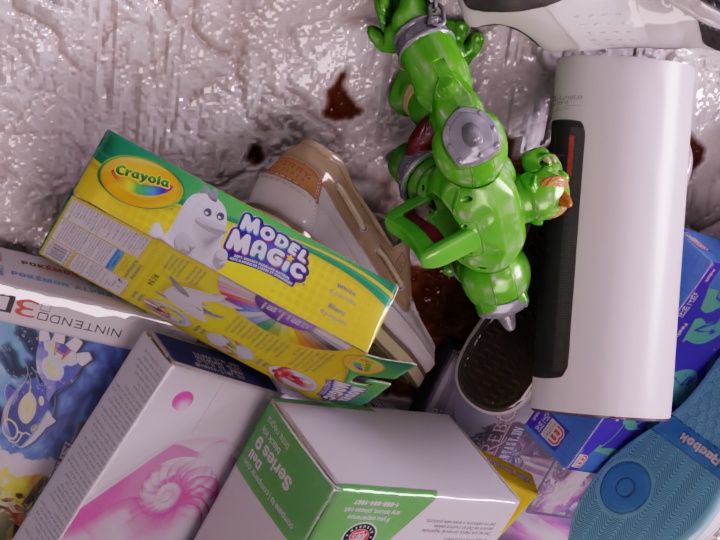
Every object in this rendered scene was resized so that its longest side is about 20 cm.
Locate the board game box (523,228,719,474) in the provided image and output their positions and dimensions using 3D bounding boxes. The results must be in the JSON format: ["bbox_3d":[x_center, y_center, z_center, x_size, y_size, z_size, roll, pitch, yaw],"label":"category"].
[{"bbox_3d":[0.206,0.058,1.478,0.199,0.045,0.153,12,116,-52],"label":"board game box"}]

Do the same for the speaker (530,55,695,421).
[{"bbox_3d":[0.141,-0.019,1.358,0.081,0.081,0.202,5,90,-24],"label":"speaker"}]

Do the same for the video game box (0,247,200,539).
[{"bbox_3d":[-0.205,0.083,1.371,0.181,0.047,0.201,14,117,-18],"label":"video game box"}]

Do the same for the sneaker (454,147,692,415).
[{"bbox_3d":[0.126,-0.005,1.450,0.200,0.073,0.085,-53,170,7],"label":"sneaker"}]

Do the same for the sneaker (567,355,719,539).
[{"bbox_3d":[0.218,0.130,1.457,0.200,0.080,0.131,-43,145,-2],"label":"sneaker"}]

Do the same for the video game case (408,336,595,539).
[{"bbox_3d":[0.114,0.116,1.558,0.199,0.019,0.143,9,122,-28],"label":"video game case"}]

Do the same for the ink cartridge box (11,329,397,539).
[{"bbox_3d":[-0.093,0.142,1.399,0.196,0.043,0.201,18,111,-43],"label":"ink cartridge box"}]

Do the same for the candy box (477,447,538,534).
[{"bbox_3d":[0.010,0.181,1.502,0.102,0.026,0.200,26,115,-31],"label":"candy box"}]

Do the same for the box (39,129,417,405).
[{"bbox_3d":[-0.066,0.006,1.293,0.199,0.117,0.049,30,69,-8],"label":"box"}]

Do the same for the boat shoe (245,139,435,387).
[{"bbox_3d":[0.000,0.000,1.381,0.069,0.074,0.200,-59,146,-14],"label":"boat shoe"}]

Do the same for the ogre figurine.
[{"bbox_3d":[0.055,-0.050,1.337,0.097,0.120,0.201,-5,128,-19],"label":"ogre figurine"}]

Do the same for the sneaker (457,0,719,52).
[{"bbox_3d":[0.139,-0.154,1.334,0.199,0.074,0.080,14,135,-24],"label":"sneaker"}]

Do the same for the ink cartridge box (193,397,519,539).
[{"bbox_3d":[-0.025,0.180,1.386,0.145,0.084,0.201,9,120,-43],"label":"ink cartridge box"}]
